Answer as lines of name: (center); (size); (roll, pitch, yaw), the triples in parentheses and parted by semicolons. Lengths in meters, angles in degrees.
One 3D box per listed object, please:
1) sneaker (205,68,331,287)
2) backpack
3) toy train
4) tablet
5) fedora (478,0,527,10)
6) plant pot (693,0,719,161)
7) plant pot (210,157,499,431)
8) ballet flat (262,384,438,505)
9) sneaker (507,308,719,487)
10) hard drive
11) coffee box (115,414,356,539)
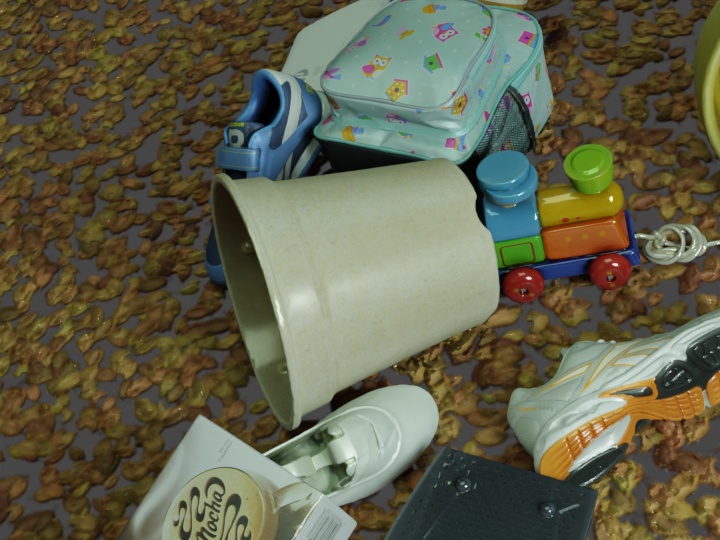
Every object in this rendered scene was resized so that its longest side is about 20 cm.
sneaker: (-0.095, -0.084, 1.252); (0.074, 0.082, 0.202); (9, 72, 41)
backpack: (0.070, -0.152, 1.244); (0.175, 0.154, 0.200); (11, 45, 34)
toy train: (0.191, -0.052, 1.127); (0.198, 0.116, 0.085); (-9, 46, 11)
tablet: (-0.042, -0.185, 1.372); (0.129, 0.014, 0.201); (-18, 38, 38)
fedora: (0.094, -0.265, 1.363); (0.199, 0.082, 0.201); (13, 21, -5)
plant pot: (0.363, -0.180, 1.150); (0.199, 0.202, 0.189); (-8, 30, 11)
plant pot: (0.000, 0.000, 1.110); (0.182, 0.202, 0.201); (-16, 43, -14)
ballet flat: (-0.032, 0.143, 1.048); (0.199, 0.070, 0.070); (-25, 45, -3)
sneaker: (0.193, 0.071, 1.043); (0.199, 0.076, 0.092); (-29, 41, -11)
hard drive: (0.070, 0.220, 0.961); (0.134, 0.043, 0.201); (12, 53, 28)
coffee box: (-0.109, 0.216, 0.954); (0.113, 0.080, 0.201); (29, 78, 27)
